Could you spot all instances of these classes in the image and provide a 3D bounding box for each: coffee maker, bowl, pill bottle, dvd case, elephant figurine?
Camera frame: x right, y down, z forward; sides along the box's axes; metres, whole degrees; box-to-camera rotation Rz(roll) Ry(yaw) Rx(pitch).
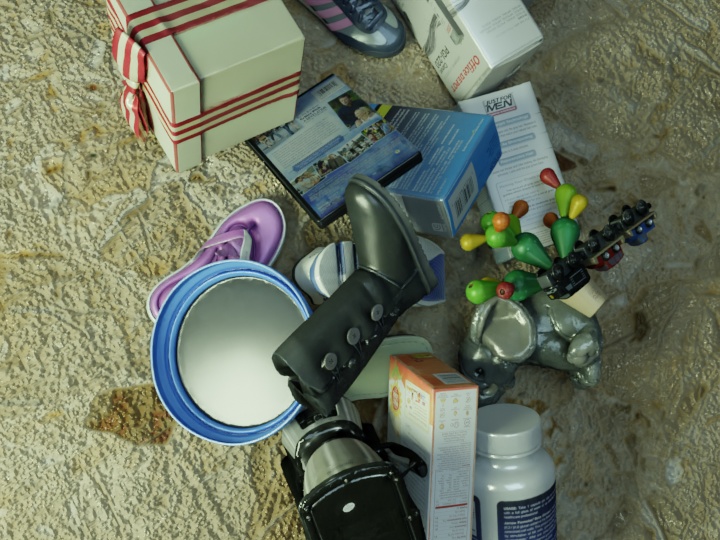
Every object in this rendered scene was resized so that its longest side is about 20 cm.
[{"bbox_3d":[-0.016,0.254,0.937,0.133,0.200,0.195,2,102,-12],"label":"coffee maker"},{"bbox_3d":[-0.136,0.090,0.984,0.198,0.039,0.204,-1,85,16],"label":"bowl"},{"bbox_3d":[0.164,0.258,0.994,0.110,0.111,0.203,-7,106,-9],"label":"pill bottle"},{"bbox_3d":[-0.038,-0.145,1.037,0.142,0.018,0.200,-35,51,-8],"label":"dvd case"},{"bbox_3d":[0.175,0.085,1.043,0.197,0.143,0.156,-6,43,1],"label":"elephant figurine"}]

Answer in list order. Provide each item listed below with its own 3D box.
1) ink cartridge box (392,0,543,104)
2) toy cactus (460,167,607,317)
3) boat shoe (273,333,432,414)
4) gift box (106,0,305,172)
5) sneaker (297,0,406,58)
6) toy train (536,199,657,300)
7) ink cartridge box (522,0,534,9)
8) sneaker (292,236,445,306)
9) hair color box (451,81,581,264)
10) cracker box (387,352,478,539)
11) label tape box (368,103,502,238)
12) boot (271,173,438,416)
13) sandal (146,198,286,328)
[{"bbox_3d":[0.119,-0.318,1.077,0.084,0.146,0.201,-33,87,-12],"label":"ink cartridge box"},{"bbox_3d":[0.208,-0.019,0.993,0.165,0.103,0.200,40,55,9],"label":"toy cactus"},{"bbox_3d":[-0.014,0.120,1.041,0.199,0.061,0.073,-21,110,-10],"label":"boat shoe"},{"bbox_3d":[-0.191,-0.245,1.001,0.185,0.185,0.201,-27,68,-20],"label":"gift box"},{"bbox_3d":[-0.024,-0.339,1.092,0.199,0.082,0.071,35,79,-3],"label":"sneaker"},{"bbox_3d":[0.264,-0.022,0.966,0.199,0.034,0.046,-33,95,-33],"label":"toy train"},{"bbox_3d":[0.164,-0.429,1.099,0.199,0.145,0.085,38,78,-2],"label":"ink cartridge box"},{"bbox_3d":[-0.001,0.000,1.047,0.198,0.115,0.082,2,88,-38],"label":"sneaker"},{"bbox_3d":[0.190,-0.121,1.105,0.098,0.061,0.202,-17,86,-10],"label":"hair color box"},{"bbox_3d":[0.075,0.206,0.979,0.057,0.134,0.203,-1,101,-18],"label":"cracker box"},{"bbox_3d":[0.048,-0.124,1.050,0.198,0.066,0.144,11,54,33],"label":"label tape box"},{"bbox_3d":[-0.022,0.025,0.914,0.200,0.065,0.166,-44,119,-19],"label":"boot"},{"bbox_3d":[-0.163,-0.004,1.044,0.082,0.050,0.203,45,80,-1],"label":"sandal"}]
